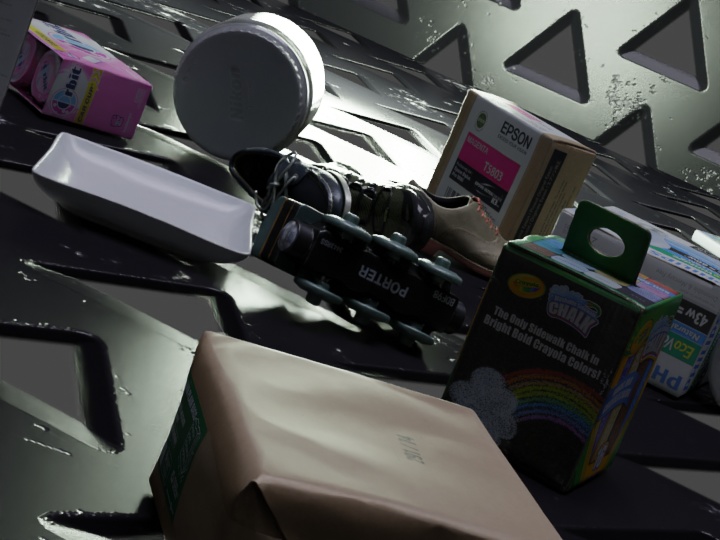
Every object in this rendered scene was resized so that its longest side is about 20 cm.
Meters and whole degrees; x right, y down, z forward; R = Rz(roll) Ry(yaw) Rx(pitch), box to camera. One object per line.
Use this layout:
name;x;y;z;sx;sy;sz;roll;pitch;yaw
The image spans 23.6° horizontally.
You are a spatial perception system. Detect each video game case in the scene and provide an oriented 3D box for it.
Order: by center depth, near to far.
video game case;0.663;-0.002;2.812;0.181;0.022;0.200;16;14;-30

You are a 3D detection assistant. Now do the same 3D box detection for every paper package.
paper package;-0.006;0.133;0.925;0.189;0.104;0.200;19;14;-18

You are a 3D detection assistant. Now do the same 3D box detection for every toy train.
toy train;0.000;0.000;1.507;0.199;0.086;0.114;25;1;-32

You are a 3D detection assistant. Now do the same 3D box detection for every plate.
plate;-0.193;-0.061;1.553;0.198;0.033;0.200;20;13;-7

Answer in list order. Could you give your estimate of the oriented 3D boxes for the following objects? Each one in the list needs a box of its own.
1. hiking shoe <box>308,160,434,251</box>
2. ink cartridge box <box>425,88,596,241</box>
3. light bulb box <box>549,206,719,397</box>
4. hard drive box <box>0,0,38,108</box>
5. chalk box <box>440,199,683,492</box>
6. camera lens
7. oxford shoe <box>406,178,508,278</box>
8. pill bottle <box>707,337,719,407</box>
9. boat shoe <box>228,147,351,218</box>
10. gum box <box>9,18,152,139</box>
hiking shoe;-0.008;-0.066;1.836;0.100;0.076;0.199;-1;16;-41
ink cartridge box;0.172;-0.108;2.072;0.075;0.166;0.200;14;14;-32
light bulb box;0.299;0.027;1.832;0.197;0.126;0.200;27;13;19
hard drive box;-0.374;-0.218;1.503;0.155;0.201;0.077;17;14;-26
chalk box;0.164;0.047;1.341;0.124;0.201;0.124;27;14;20
camera lens;-0.127;-0.212;1.992;0.159;0.161;0.200;22;13;0
oxford shoe;0.130;-0.041;1.928;0.199;0.075;0.070;19;12;-16
pill bottle;0.446;0.103;1.806;0.112;0.113;0.200;29;14;28
boat shoe;-0.074;-0.086;1.764;0.061;0.075;0.200;16;13;-32
gum box;-0.326;-0.219;1.886;0.113;0.067;0.200;14;15;-38
